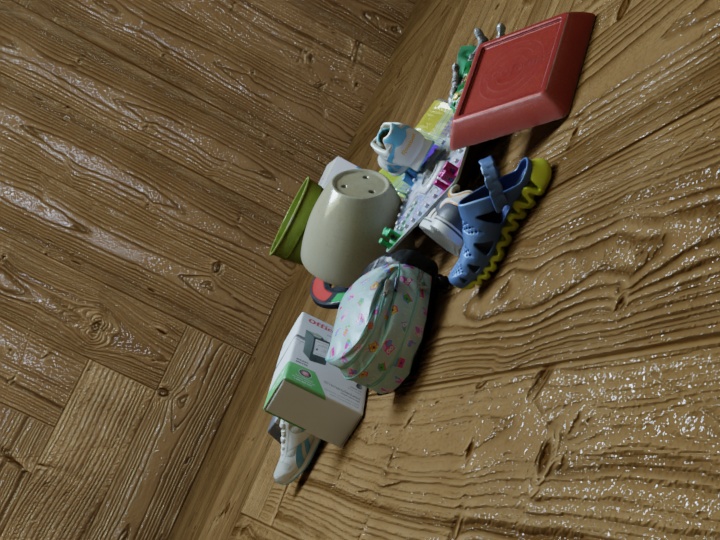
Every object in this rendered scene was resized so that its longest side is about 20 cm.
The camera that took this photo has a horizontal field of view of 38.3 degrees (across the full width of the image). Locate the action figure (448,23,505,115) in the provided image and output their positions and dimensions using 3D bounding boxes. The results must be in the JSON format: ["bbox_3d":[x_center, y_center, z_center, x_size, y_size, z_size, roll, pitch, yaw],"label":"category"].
[{"bbox_3d":[0.180,-0.303,1.606,0.117,0.055,0.201,-7,45,34],"label":"action figure"}]

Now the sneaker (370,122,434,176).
[{"bbox_3d":[0.059,-0.206,1.704,0.077,0.080,0.200,-61,11,-6],"label":"sneaker"}]

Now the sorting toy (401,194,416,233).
[{"bbox_3d":[0.102,-0.149,1.933,0.201,0.069,0.199,-68,10,-23],"label":"sorting toy"}]

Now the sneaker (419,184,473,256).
[{"bbox_3d":[0.139,-0.071,1.491,0.080,0.078,0.200,-53,3,-2],"label":"sneaker"}]

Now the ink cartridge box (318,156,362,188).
[{"bbox_3d":[-0.048,-0.209,2.774,0.126,0.128,0.200,-65,8,-7],"label":"ink cartridge box"}]

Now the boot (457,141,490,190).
[{"bbox_3d":[0.201,-0.224,1.634,0.200,0.064,0.187,-36,31,62],"label":"boot"}]

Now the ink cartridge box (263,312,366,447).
[{"bbox_3d":[-0.066,0.177,1.732,0.084,0.145,0.200,-59,10,29],"label":"ink cartridge box"}]

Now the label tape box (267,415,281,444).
[{"bbox_3d":[-0.133,0.272,2.113,0.200,0.063,0.145,-55,12,43],"label":"label tape box"}]

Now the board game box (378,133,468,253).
[{"bbox_3d":[0.107,-0.150,1.624,0.200,0.026,0.201,-46,17,44],"label":"board game box"}]

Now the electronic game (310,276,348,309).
[{"bbox_3d":[0.000,0.000,1.844,0.199,0.042,0.200,-23,28,13],"label":"electronic game"}]

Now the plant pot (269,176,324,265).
[{"bbox_3d":[-0.081,-0.084,2.398,0.201,0.192,0.201,-61,9,16],"label":"plant pot"}]

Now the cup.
[{"bbox_3d":[-0.002,-0.085,1.748,0.201,0.199,0.144,-77,-10,-56],"label":"cup"}]

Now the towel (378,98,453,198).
[{"bbox_3d":[0.122,-0.214,1.822,0.200,0.023,0.143,-51,42,-6],"label":"towel"}]

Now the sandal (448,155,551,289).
[{"bbox_3d":[0.160,-0.069,1.331,0.201,0.087,0.080,-63,11,18],"label":"sandal"}]

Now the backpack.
[{"bbox_3d":[0.032,0.081,1.516,0.167,0.126,0.201,-46,23,53],"label":"backpack"}]

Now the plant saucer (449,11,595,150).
[{"bbox_3d":[0.218,-0.274,1.454,0.199,0.037,0.201,-12,46,42],"label":"plant saucer"}]

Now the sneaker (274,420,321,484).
[{"bbox_3d":[-0.111,0.288,1.843,0.201,0.080,0.077,-62,10,15],"label":"sneaker"}]
